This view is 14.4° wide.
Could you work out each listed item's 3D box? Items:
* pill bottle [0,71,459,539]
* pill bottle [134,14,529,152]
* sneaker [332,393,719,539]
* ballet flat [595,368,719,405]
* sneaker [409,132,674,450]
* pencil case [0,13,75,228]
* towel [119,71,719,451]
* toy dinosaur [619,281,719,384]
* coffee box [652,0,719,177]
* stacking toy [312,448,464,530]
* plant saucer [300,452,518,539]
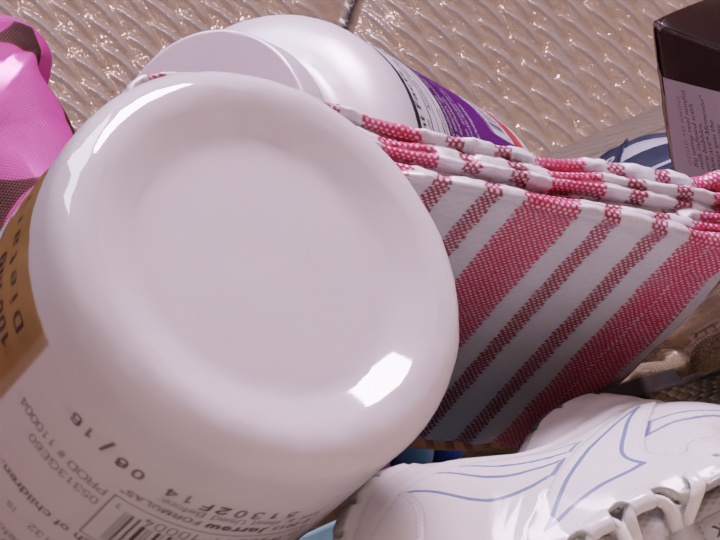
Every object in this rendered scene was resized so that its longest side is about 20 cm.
[{"bbox_3d":[-0.068,0.042,0.772,0.114,0.115,0.200,-26,-12,-39],"label":"pill bottle"},{"bbox_3d":[-0.011,-0.028,1.059,0.112,0.113,0.200,-21,-18,20],"label":"pill bottle"},{"bbox_3d":[0.062,0.073,0.761,0.087,0.075,0.200,-12,11,37],"label":"sneaker"},{"bbox_3d":[0.148,0.042,0.914,0.199,0.047,0.067,-18,-26,-20],"label":"ballet flat"},{"bbox_3d":[0.076,0.005,1.039,0.199,0.070,0.108,-20,14,-8],"label":"sneaker"},{"bbox_3d":[-0.103,0.018,0.933,0.090,0.201,0.094,-25,-8,11],"label":"pencil case"},{"bbox_3d":[0.000,0.000,0.846,0.199,0.030,0.146,11,-34,-21],"label":"towel"},{"bbox_3d":[0.129,0.008,0.955,0.199,0.058,0.101,-33,-26,12],"label":"toy dinosaur"},{"bbox_3d":[0.191,-0.033,0.829,0.113,0.080,0.200,-25,29,-25],"label":"coffee box"},{"bbox_3d":[0.045,0.037,1.199,0.199,0.086,0.085,-24,4,-21],"label":"stacking toy"},{"bbox_3d":[-0.028,0.114,0.864,0.199,0.036,0.200,-26,2,1],"label":"plant saucer"}]
